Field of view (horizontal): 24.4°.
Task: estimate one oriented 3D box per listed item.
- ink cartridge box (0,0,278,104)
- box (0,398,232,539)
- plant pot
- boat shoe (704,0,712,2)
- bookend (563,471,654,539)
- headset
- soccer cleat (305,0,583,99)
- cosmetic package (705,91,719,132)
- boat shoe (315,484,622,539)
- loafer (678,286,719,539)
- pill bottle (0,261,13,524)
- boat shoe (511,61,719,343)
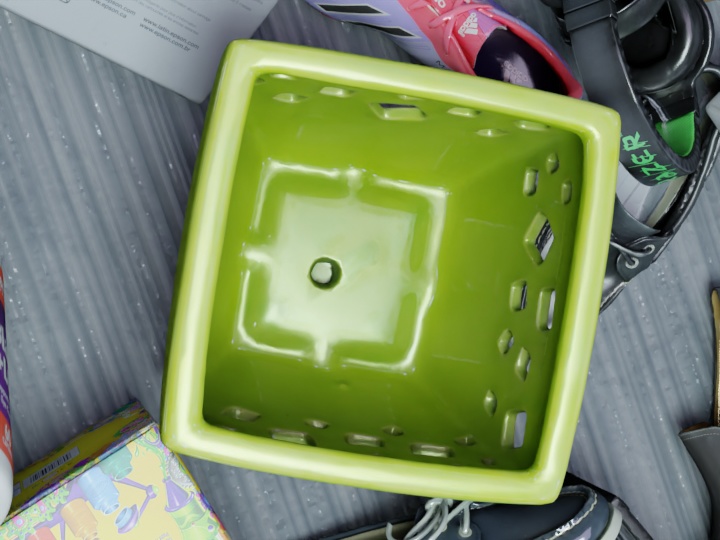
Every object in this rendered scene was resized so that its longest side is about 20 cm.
[{"bbox_3d":[-0.102,-0.202,0.824,0.196,0.043,0.200,25,110,-40],"label":"ink cartridge box"},{"bbox_3d":[-0.145,0.204,0.863,0.200,0.122,0.193,-32,98,-10],"label":"box"},{"bbox_3d":[0.000,0.000,0.857,0.200,0.181,0.199,10,90,-12],"label":"plant pot"},{"bbox_3d":[0.235,-0.212,0.961,0.200,0.065,0.072,-26,103,8],"label":"boat shoe"},{"bbox_3d":[0.117,0.255,0.934,0.200,0.092,0.199,-40,99,-7],"label":"bookend"},{"bbox_3d":[0.130,-0.137,0.893,0.094,0.123,0.200,-17,61,27],"label":"headset"},{"bbox_3d":[0.037,-0.144,0.914,0.200,0.076,0.067,36,85,-11],"label":"soccer cleat"},{"bbox_3d":[0.337,-0.082,0.910,0.200,0.166,0.167,-46,124,-7],"label":"cosmetic package"},{"bbox_3d":[0.042,0.149,0.890,0.200,0.075,0.062,-22,104,32],"label":"boat shoe"},{"bbox_3d":[0.218,0.105,0.968,0.072,0.073,0.200,15,79,-3],"label":"loafer"},{"bbox_3d":[-0.227,0.033,0.805,0.111,0.111,0.200,-3,51,-12],"label":"pill bottle"},{"bbox_3d":[0.150,-0.038,0.945,0.074,0.066,0.199,41,84,-10],"label":"boat shoe"}]
